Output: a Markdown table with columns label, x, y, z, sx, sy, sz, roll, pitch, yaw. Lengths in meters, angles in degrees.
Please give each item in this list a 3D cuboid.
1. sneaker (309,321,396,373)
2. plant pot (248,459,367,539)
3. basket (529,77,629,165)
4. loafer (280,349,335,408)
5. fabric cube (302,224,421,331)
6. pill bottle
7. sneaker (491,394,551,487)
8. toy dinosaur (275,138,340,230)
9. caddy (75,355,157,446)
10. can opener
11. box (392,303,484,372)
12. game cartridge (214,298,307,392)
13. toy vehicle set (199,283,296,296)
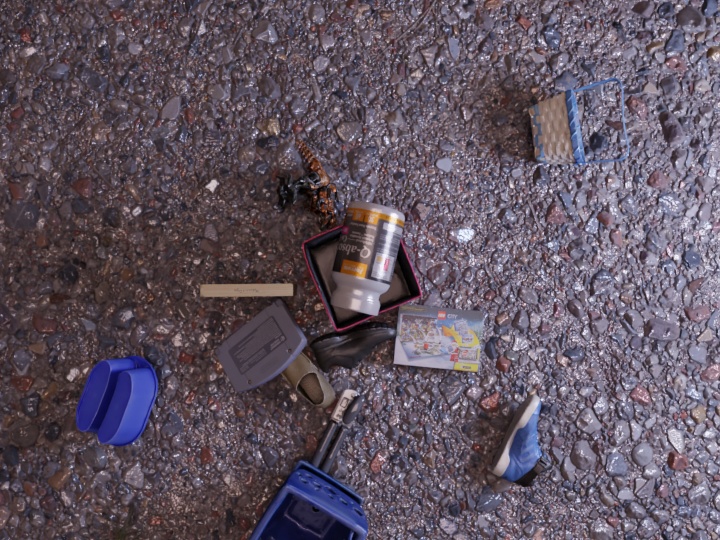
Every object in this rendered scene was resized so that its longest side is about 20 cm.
| label | x | y | z | sx | sy | sz | roll | pitch | yaw |
| --- | --- | --- | --- | --- | --- | --- | --- | --- | --- |
| sneaker | -0.011 | 0.173 | 1.421 | 0.198 | 0.076 | 0.092 | -16 | 95 | 7 |
| plant pot | -0.108 | 0.537 | 1.335 | 0.199 | 0.180 | 0.201 | 31 | 98 | 0 |
| basket | 0.484 | -0.322 | 1.398 | 0.198 | 0.139 | 0.179 | -5 | 88 | 29 |
| loafer | -0.132 | 0.227 | 1.410 | 0.200 | 0.067 | 0.076 | 44 | 88 | 3 |
| fabric cube | 0.000 | 0.000 | 1.358 | 0.198 | 0.199 | 0.198 | -22 | 89 | -2 |
| pill bottle | 0.010 | -0.022 | 1.202 | 0.115 | 0.116 | 0.202 | 13 | 87 | -1 |
| sneaker | 0.384 | 0.387 | 1.411 | 0.110 | 0.077 | 0.202 | 25 | 92 | 6 |
| toy dinosaur | -0.116 | -0.189 | 1.427 | 0.134 | 0.102 | 0.202 | -17 | 73 | -25 |
| caddy | -0.528 | 0.287 | 1.385 | 0.140 | 0.105 | 0.202 | 20 | 88 | 22 |
| can opener | -0.054 | 0.360 | 1.414 | 0.052 | 0.066 | 0.202 | 27 | 93 | 1 |
| box | 0.177 | 0.152 | 1.436 | 0.197 | 0.038 | 0.138 | 6 | 88 | -1 |
| game cartridge | -0.218 | 0.174 | 1.395 | 0.199 | 0.040 | 0.134 | -37 | 69 | 10 |
| toy vehicle set | -0.242 | 0.044 | 1.387 | 0.197 | 0.124 | 0.027 | -1 | 88 | -1 |
